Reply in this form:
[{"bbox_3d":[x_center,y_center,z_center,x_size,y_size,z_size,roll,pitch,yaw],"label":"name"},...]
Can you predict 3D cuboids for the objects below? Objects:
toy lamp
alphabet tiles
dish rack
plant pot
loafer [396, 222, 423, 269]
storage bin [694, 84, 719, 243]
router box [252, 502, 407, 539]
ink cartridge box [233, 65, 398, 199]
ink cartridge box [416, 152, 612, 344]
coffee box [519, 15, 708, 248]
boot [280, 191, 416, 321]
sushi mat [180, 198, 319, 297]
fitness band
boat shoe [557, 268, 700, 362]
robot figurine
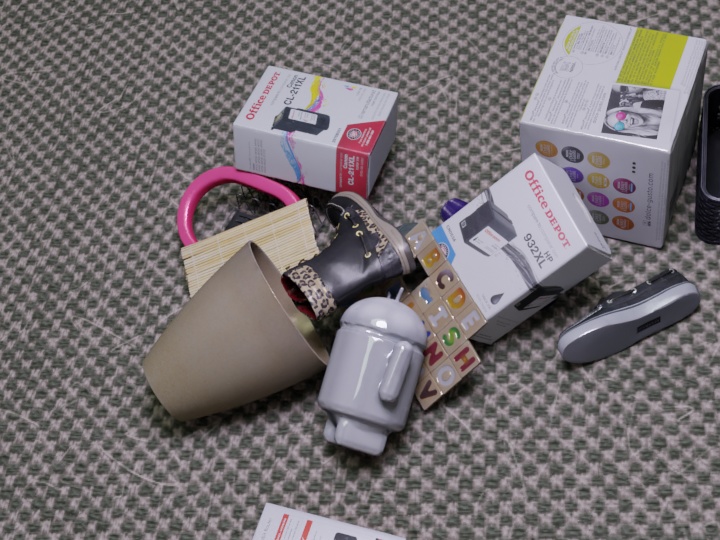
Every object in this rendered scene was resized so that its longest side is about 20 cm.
[{"bbox_3d":[0.183,-0.028,1.537,0.058,0.059,0.200,-38,56,-16],"label":"toy lamp"},{"bbox_3d":[0.068,0.066,1.462,0.167,0.008,0.201,-43,60,22],"label":"alphabet tiles"},{"bbox_3d":[-0.105,-0.111,1.652,0.152,0.055,0.201,16,60,22],"label":"dish rack"},{"bbox_3d":[-0.169,0.095,1.458,0.199,0.188,0.188,-33,55,3],"label":"plant pot"},{"bbox_3d":[0.000,0.000,1.549,0.197,0.064,0.072,-20,24,7],"label":"loafer"},{"bbox_3d":[0.517,-0.140,1.532,0.133,0.094,0.202,4,57,13],"label":"storage bin"},{"bbox_3d":[-0.055,0.380,1.299,0.177,0.049,0.202,11,58,18],"label":"router box"},{"bbox_3d":[-0.062,-0.193,1.602,0.197,0.084,0.147,13,47,11],"label":"ink cartridge box"},{"bbox_3d":[0.190,-0.025,1.448,0.199,0.083,0.146,-37,62,23],"label":"ink cartridge box"},{"bbox_3d":[0.333,-0.184,1.530,0.195,0.201,0.202,14,59,20],"label":"coffee box"},{"bbox_3d":[-0.035,-0.019,1.471,0.150,0.074,0.200,-31,39,-14],"label":"boot"},{"bbox_3d":[-0.150,-0.020,1.565,0.198,0.012,0.097,-21,73,13],"label":"sushi mat"},{"bbox_3d":[-0.164,-0.064,1.603,0.198,0.037,0.145,22,88,21],"label":"fitness band"},{"bbox_3d":[0.329,0.056,1.450,0.198,0.069,0.057,-21,50,-12],"label":"boat shoe"},{"bbox_3d":[0.016,0.120,1.409,0.112,0.169,0.203,20,81,-23],"label":"robot figurine"}]
